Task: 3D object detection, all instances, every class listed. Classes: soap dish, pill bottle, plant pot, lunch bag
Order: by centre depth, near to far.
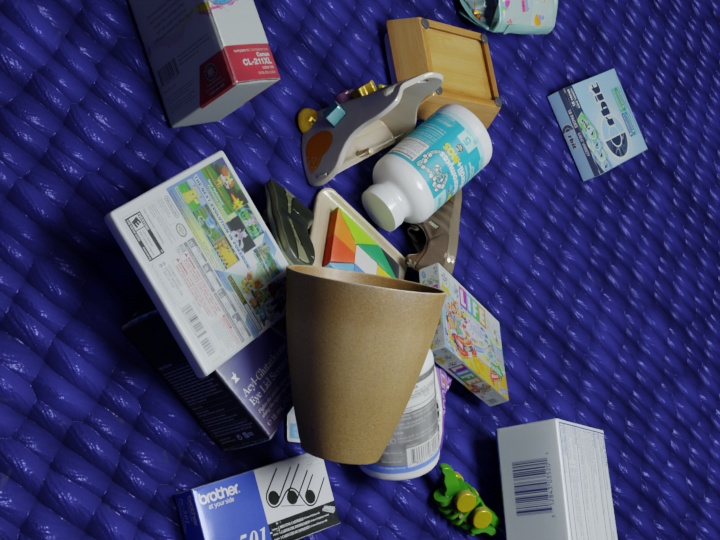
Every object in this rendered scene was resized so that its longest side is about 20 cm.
[{"bbox_3d":[-0.008,0.108,1.178,0.184,0.185,0.204,5,96,-41],"label":"plant pot"},{"bbox_3d":[0.041,0.154,1.330,0.113,0.112,0.204,-26,118,-44],"label":"pill bottle"},{"bbox_3d":[0.093,-0.145,1.517,0.200,0.110,0.111,-42,105,-22],"label":"pill bottle"},{"bbox_3d":[0.135,-0.316,1.658,0.198,0.081,0.160,1,74,-44],"label":"soap dish"},{"bbox_3d":[0.246,-0.497,1.800,0.169,0.121,0.203,-9,75,-45],"label":"lunch bag"}]

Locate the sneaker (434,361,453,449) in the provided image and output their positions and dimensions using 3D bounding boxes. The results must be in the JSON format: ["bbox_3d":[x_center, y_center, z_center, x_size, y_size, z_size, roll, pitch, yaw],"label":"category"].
[{"bbox_3d":[0.103,0.167,1.459,0.083,0.080,0.204,24,59,-41],"label":"sneaker"}]

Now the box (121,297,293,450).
[{"bbox_3d":[-0.156,0.085,1.227,0.201,0.104,0.148,52,48,-16],"label":"box"}]

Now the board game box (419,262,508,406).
[{"bbox_3d":[0.150,0.096,1.501,0.200,0.034,0.136,40,38,-46],"label":"board game box"}]

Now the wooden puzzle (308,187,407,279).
[{"bbox_3d":[0.000,0.000,1.418,0.185,0.037,0.202,42,34,-24],"label":"wooden puzzle"}]

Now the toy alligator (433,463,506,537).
[{"bbox_3d":[0.156,0.346,1.465,0.054,0.059,0.200,-41,118,3],"label":"toy alligator"}]

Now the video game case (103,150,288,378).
[{"bbox_3d":[-0.168,-0.012,1.164,0.182,0.022,0.202,-37,100,-44],"label":"video game case"}]

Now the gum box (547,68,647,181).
[{"bbox_3d":[0.450,-0.277,1.962,0.199,0.044,0.172,-27,94,-46],"label":"gum box"}]

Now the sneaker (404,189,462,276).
[{"bbox_3d":[0.109,-0.076,1.555,0.074,0.071,0.202,10,45,-3],"label":"sneaker"}]

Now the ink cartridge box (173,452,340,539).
[{"bbox_3d":[-0.119,0.283,1.231,0.198,0.044,0.096,-9,80,-44],"label":"ink cartridge box"}]

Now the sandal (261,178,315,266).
[{"bbox_3d":[-0.102,-0.054,1.320,0.080,0.057,0.202,39,20,-23],"label":"sandal"}]

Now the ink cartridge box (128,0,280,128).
[{"bbox_3d":[-0.200,-0.302,1.296,0.082,0.145,0.203,-16,86,-45],"label":"ink cartridge box"}]

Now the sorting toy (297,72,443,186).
[{"bbox_3d":[0.025,-0.222,1.452,0.199,0.179,0.108,-33,97,-44],"label":"sorting toy"}]

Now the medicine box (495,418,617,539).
[{"bbox_3d":[0.291,0.324,1.525,0.199,0.102,0.186,22,60,-55],"label":"medicine box"}]

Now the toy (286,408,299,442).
[{"bbox_3d":[-0.041,0.123,1.359,0.114,0.047,0.204,13,66,-38],"label":"toy"}]
